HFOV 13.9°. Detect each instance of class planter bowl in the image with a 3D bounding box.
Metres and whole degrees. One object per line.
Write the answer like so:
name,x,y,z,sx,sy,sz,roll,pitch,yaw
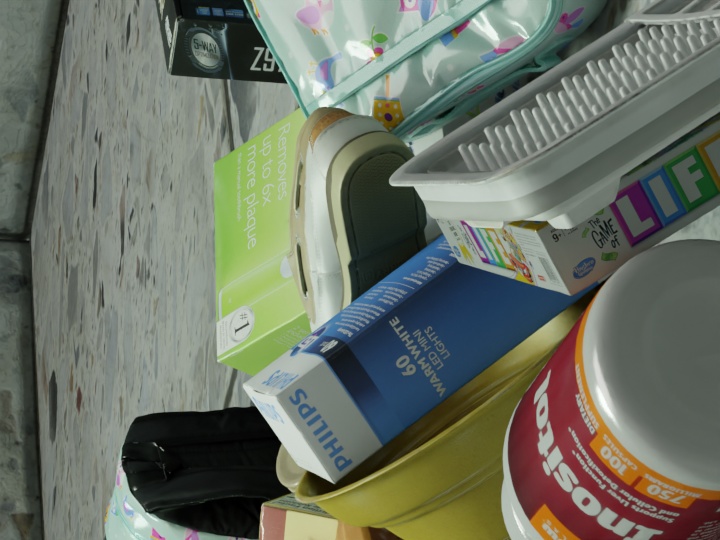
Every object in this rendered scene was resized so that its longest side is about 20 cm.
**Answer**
planter bowl,0.068,0.095,1.564,0.084,0.200,0.200,55,170,-8

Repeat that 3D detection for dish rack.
dish rack,0.119,-0.074,1.286,0.044,0.199,0.172,61,166,-11

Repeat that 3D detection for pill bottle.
pill bottle,0.129,0.074,1.327,0.200,0.112,0.114,117,153,-63

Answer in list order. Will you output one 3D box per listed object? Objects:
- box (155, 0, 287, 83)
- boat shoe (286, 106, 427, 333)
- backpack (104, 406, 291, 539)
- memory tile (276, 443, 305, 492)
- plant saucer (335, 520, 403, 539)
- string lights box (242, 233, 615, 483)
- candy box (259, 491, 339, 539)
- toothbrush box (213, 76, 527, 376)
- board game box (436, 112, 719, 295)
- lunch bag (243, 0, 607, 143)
box,-0.033,-0.179,1.921,0.161,0.198,0.044,-103,20,-53
boat shoe,0.000,0.000,1.645,0.068,0.074,0.201,44,142,47
backpack,-0.074,0.169,2.024,0.167,0.199,0.127,-107,23,-55
memory tile,0.002,0.034,1.824,0.153,0.017,0.201,-34,40,32
plant saucer,0.036,0.218,1.630,0.201,0.037,0.200,59,-171,-14
string lights box,0.039,0.026,1.564,0.059,0.200,0.103,54,172,-9
candy box,0.003,0.182,1.763,0.200,0.055,0.116,-14,-70,-65
toothbrush box,0.007,-0.032,1.763,0.199,0.086,0.146,-28,51,36
board game box,0.118,-0.044,1.369,0.034,0.134,0.200,60,171,-10
lunch bag,0.035,-0.161,1.634,0.200,0.077,0.161,-33,78,36
